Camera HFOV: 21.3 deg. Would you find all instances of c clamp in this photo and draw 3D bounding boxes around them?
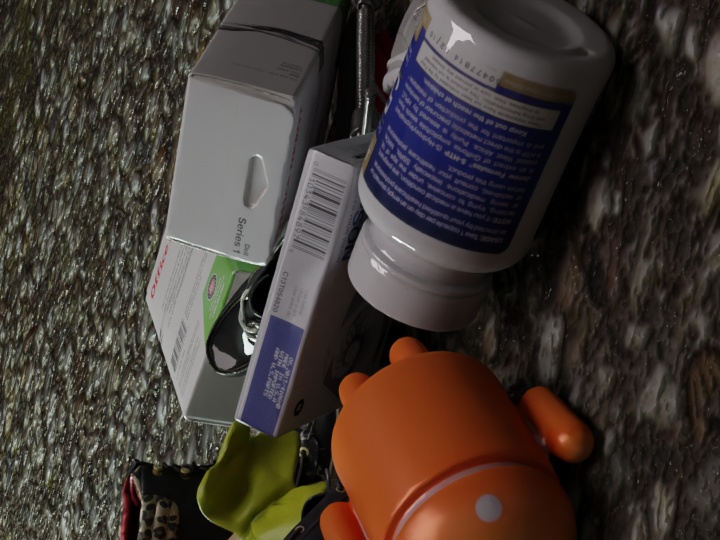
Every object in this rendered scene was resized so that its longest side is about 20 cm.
[{"bbox_3d":[0.002,-0.136,1.395,0.171,0.027,0.201,102,170,-48],"label":"c clamp"}]

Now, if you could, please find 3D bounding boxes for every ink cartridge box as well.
[{"bbox_3d":[0.000,0.000,1.313,0.200,0.040,0.201,-24,-46,-62],"label":"ink cartridge box"},{"bbox_3d":[-0.074,-0.120,1.432,0.200,0.084,0.147,-68,-9,-57],"label":"ink cartridge box"},{"bbox_3d":[-0.113,0.020,1.633,0.200,0.083,0.146,-118,43,-57],"label":"ink cartridge box"}]

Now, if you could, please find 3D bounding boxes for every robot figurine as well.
[{"bbox_3d":[0.055,0.126,1.109,0.200,0.143,0.117,-119,32,-47],"label":"robot figurine"}]

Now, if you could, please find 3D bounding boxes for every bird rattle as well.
[{"bbox_3d":[-0.059,0.206,1.325,0.113,0.162,0.201,47,127,36],"label":"bird rattle"}]

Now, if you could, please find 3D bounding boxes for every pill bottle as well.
[{"bbox_3d":[0.066,-0.069,1.171,0.120,0.119,0.201,-111,38,-53],"label":"pill bottle"}]

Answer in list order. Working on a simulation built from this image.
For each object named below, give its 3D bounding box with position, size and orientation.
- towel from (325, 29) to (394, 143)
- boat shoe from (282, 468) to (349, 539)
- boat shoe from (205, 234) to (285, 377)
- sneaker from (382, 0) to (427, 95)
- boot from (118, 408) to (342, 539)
[{"bbox_3d":[0.000,-0.073,1.473,0.145,0.022,0.201,-117,42,-58],"label":"towel"},{"bbox_3d":[-0.005,0.162,1.212,0.200,0.062,0.075,-46,-45,-58],"label":"boat shoe"},{"bbox_3d":[-0.068,0.022,1.452,0.200,0.067,0.072,-41,70,42],"label":"boat shoe"},{"bbox_3d":[0.062,-0.171,1.282,0.200,0.074,0.083,164,113,-67],"label":"sneaker"},{"bbox_3d":[-0.094,0.146,1.434,0.073,0.153,0.205,178,102,-68],"label":"boot"}]
